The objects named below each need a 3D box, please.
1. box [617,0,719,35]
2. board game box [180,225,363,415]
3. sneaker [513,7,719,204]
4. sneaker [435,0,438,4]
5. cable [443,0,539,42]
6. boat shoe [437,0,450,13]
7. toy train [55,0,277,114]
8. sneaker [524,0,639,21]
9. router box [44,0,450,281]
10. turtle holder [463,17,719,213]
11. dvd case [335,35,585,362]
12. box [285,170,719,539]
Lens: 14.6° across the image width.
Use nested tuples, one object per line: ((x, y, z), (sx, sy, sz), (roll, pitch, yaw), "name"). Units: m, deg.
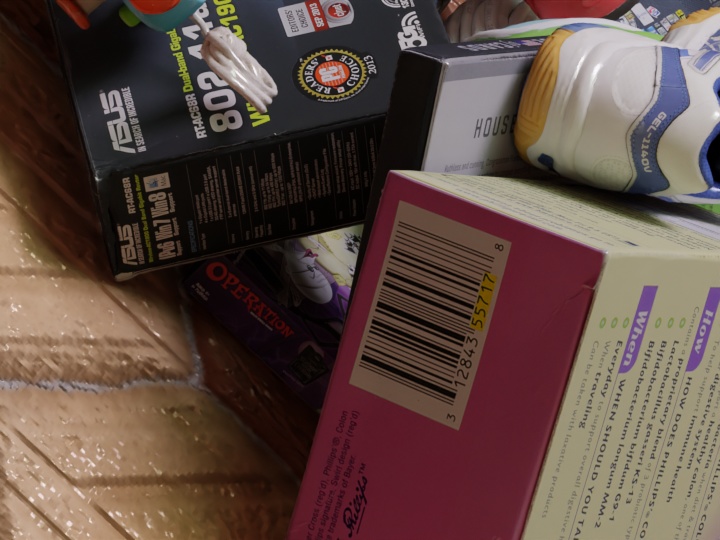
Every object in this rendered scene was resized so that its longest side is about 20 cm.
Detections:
((0.128, -0.179, 1.630), (0.158, 0.051, 0.200), (48, 26, 6), "box")
((0.000, 0.000, 1.212), (0.120, 0.032, 0.200), (47, 25, -9), "board game box")
((0.142, -0.054, 1.093), (0.088, 0.075, 0.200), (22, 20, 30), "sneaker")
((-0.057, -0.148, 1.264), (0.200, 0.071, 0.073), (23, 27, -20), "sneaker")
((0.114, -0.056, 1.415), (0.200, 0.069, 0.200), (37, 27, -20), "cable")
((0.016, -0.154, 1.405), (0.074, 0.068, 0.199), (45, 26, -2), "boat shoe")
((-0.118, -0.124, 1.019), (0.200, 0.056, 0.150), (42, 16, -43), "toy train")
((0.072, -0.195, 1.397), (0.098, 0.071, 0.200), (52, 1, -37), "sneaker")
((-0.050, -0.099, 1.141), (0.062, 0.150, 0.200), (83, -9, -48), "router box")
((0.102, -0.051, 1.233), (0.185, 0.141, 0.132), (-24, 28, -27), "turtle holder")
((0.041, 0.009, 1.081), (0.025, 0.200, 0.150), (19, 16, 28), "dvd case")
((0.078, 0.062, 1.043), (0.097, 0.176, 0.200), (22, 12, 34), "box")
